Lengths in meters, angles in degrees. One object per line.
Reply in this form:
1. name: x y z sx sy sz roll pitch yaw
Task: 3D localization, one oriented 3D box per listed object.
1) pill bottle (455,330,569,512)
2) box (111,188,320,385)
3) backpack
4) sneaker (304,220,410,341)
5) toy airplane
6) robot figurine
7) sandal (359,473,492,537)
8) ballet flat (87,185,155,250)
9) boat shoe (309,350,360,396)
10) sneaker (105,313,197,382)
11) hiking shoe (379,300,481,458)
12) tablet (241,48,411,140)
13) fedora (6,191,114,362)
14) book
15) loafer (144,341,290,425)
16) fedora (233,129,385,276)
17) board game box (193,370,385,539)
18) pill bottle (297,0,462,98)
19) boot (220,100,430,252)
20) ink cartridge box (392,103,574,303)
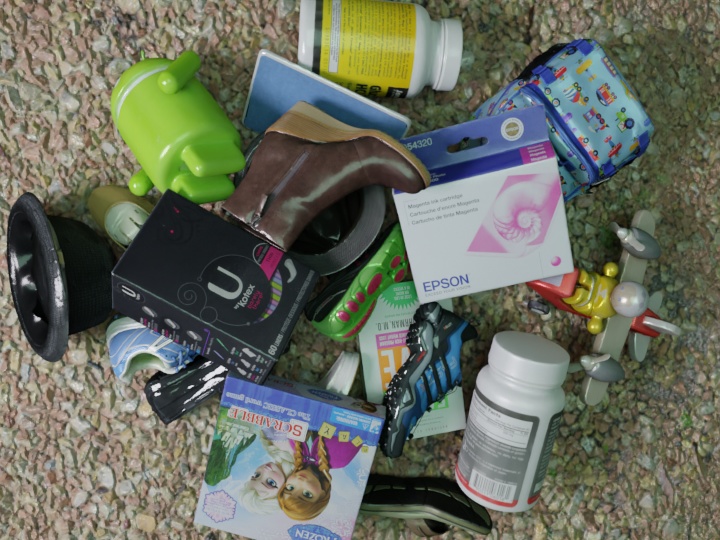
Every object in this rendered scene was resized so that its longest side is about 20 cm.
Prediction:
1. pill bottle: 0.193 0.188 0.895 0.112 0.114 0.203 8 107 -6
2. box: -0.164 0.022 0.804 0.198 0.106 0.123 28 61 -5
3. backpack: 0.235 -0.166 0.895 0.199 0.135 0.184 -34 96 -2
4. sneaker: 0.000 0.000 0.882 0.200 0.083 0.078 -46 140 -37
5. toy airplane: 0.330 0.046 0.908 0.197 0.141 0.203 -23 90 -11
6. robot figurine: -0.219 -0.168 0.840 0.115 0.176 0.201 -18 60 -41
7. sandal: 0.076 0.317 0.939 0.197 0.080 0.058 9 109 0
8. ballet flat: -0.260 -0.037 0.887 0.199 0.063 0.069 40 88 -6
9. boat shoe: -0.071 0.182 0.912 0.069 0.071 0.202 32 93 -3
10. sneaker: -0.215 0.087 0.879 0.197 0.076 0.078 -13 56 0
11. hiking shoe: 0.085 0.143 0.882 0.086 0.074 0.203 22 85 -8
12. tablet: -0.046 -0.185 0.879 0.197 0.131 0.014 24 54 -6
13. fedora: -0.356 0.005 0.854 0.091 0.199 0.204 -7 94 -41
14. book: 0.064 0.116 0.939 0.131 0.048 0.204 -8 90 -6
15. loafer: -0.176 0.133 0.905 0.198 0.068 0.071 -24 103 1
16. fedora: -0.064 -0.083 0.886 0.199 0.090 0.177 40 86 8
17. board game box: -0.088 0.239 0.870 0.197 0.041 0.203 14 103 0
18. pill bottle: 0.021 -0.274 0.878 0.196 0.112 0.115 3 93 -5
19. boot: -0.038 -0.087 0.796 0.198 0.073 0.168 27 74 14
20. ink cartridge box: 0.143 -0.074 0.847 0.193 0.043 0.203 -12 111 11
